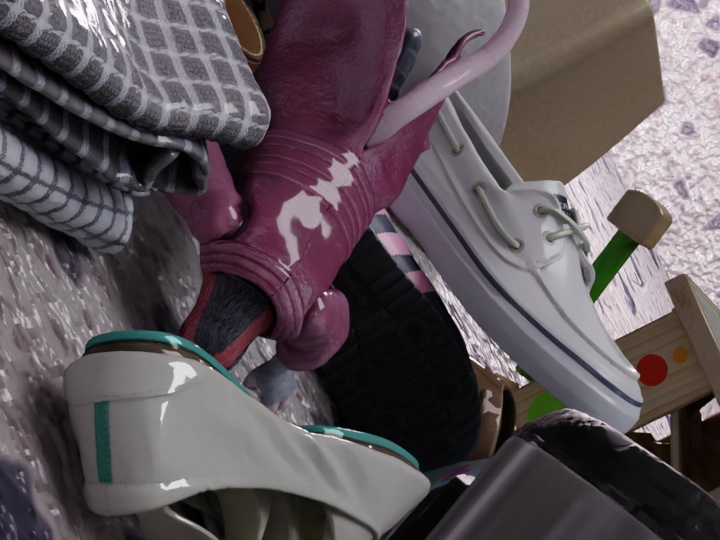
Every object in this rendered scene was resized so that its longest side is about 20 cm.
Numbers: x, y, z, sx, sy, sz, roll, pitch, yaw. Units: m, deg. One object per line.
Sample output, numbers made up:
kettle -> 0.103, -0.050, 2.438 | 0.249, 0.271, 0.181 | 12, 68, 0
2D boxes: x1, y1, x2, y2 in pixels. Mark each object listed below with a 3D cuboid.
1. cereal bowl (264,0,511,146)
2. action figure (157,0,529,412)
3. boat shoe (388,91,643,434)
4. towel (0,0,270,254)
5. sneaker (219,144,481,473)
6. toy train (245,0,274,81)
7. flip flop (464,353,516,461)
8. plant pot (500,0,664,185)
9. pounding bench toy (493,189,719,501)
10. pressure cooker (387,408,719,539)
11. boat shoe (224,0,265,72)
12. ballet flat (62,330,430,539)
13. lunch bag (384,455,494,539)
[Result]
cereal bowl -> -0.002, -0.137, 1.022 | 0.200, 0.083, 0.202 | 164, -90, -72
action figure -> -0.014, -0.026, 0.741 | 0.134, 0.148, 0.201 | 46, 52, -28
boat shoe -> 0.070, -0.014, 0.896 | 0.200, 0.067, 0.073 | 49, 12, 25
towel -> -0.117, -0.122, 0.655 | 0.165, 0.085, 0.201 | 35, 32, -63
sneaker -> 0.000, 0.000, 0.916 | 0.201, 0.070, 0.082 | 61, 15, -21
toy train -> -0.066, -0.149, 1.017 | 0.046, 0.034, 0.201 | 60, 9, -71
flip flop -> 0.058, 0.088, 1.002 | 0.201, 0.057, 0.081 | 66, 13, 7
plant pot -> 0.085, -0.155, 1.235 | 0.200, 0.176, 0.201 | 62, 7, -66
pounding bench toy -> 0.145, 0.070, 1.161 | 0.201, 0.155, 0.124 | 68, 15, 18
pressure cooker -> 0.057, 0.164, 0.581 | 0.176, 0.200, 0.179 | 41, -5, -9
boat shoe -> -0.084, -0.144, 0.848 | 0.200, 0.073, 0.076 | 41, 26, -59
ballet flat -> -0.037, 0.078, 0.666 | 0.200, 0.069, 0.070 | 35, 31, -57
lunch bag -> 0.095, 0.177, 0.842 | 0.170, 0.121, 0.201 | -22, 90, -82
